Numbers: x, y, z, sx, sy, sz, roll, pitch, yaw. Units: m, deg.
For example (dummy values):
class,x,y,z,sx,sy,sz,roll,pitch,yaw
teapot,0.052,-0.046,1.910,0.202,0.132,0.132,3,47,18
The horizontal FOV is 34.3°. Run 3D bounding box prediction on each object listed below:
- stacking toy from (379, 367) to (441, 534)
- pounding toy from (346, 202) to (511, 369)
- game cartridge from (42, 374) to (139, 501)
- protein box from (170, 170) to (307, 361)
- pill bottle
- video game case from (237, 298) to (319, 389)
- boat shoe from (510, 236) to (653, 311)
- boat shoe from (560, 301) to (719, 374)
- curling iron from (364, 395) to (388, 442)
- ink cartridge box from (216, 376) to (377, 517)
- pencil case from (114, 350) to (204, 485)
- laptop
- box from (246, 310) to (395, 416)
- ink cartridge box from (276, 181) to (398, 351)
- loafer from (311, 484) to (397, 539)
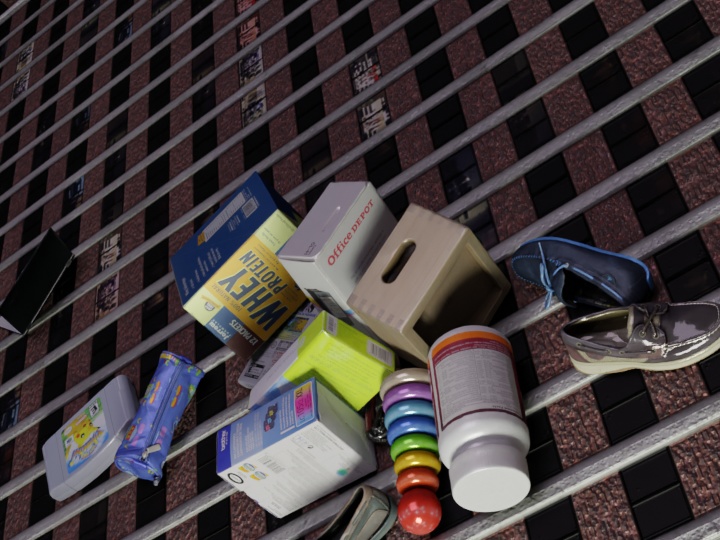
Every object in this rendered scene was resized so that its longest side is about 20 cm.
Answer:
class,x,y,z,sx,sy,sz,roll,pitch,yaw
stacking toy,0.067,0.225,1.432,0.084,0.085,0.203,-24,48,27
pounding toy,0.094,0.012,1.521,0.141,0.184,0.202,26,77,38
game cartridge,-0.442,0.278,1.913,0.200,0.040,0.134,-43,42,8
protein box,-0.169,-0.011,1.782,0.200,0.135,0.199,-45,26,5
pill bottle,0.141,0.173,1.375,0.109,0.109,0.202,-28,42,23
video game case,-0.089,0.099,1.699,0.199,0.022,0.184,2,59,61
boat shoe,0.257,0.007,1.423,0.198,0.085,0.069,7,51,49
boat shoe,0.320,0.070,1.325,0.198,0.065,0.073,-13,48,36
curling iron,0.023,0.155,1.576,0.049,0.026,0.202,-12,39,3
ink cartridge box,-0.097,0.241,1.526,0.198,0.136,0.077,-31,39,20
pencil case,-0.308,0.224,1.791,0.087,0.077,0.203,-39,28,63
laptop,-0.660,0.016,2.281,0.198,0.116,0.189,10,65,48
box,-0.058,0.155,1.542,0.200,0.121,0.048,-47,24,30
ink cartridge box,0.000,0.000,1.571,0.085,0.201,0.148,3,49,46
loafer,-0.041,0.344,1.443,0.200,0.063,0.072,-48,38,0
